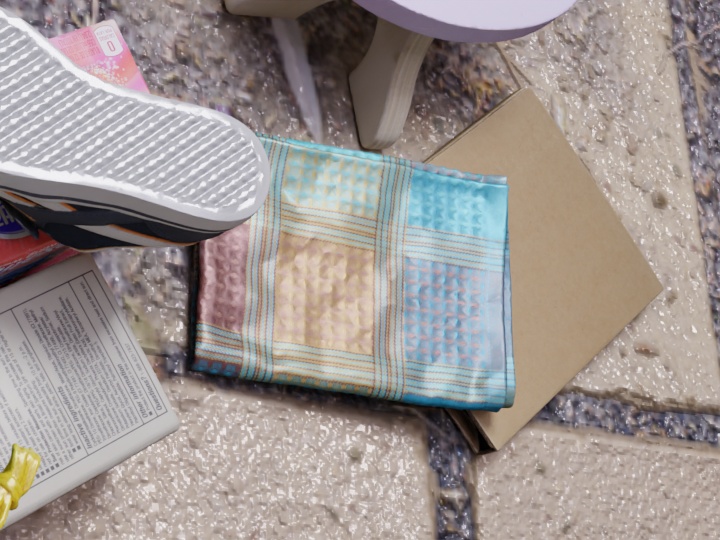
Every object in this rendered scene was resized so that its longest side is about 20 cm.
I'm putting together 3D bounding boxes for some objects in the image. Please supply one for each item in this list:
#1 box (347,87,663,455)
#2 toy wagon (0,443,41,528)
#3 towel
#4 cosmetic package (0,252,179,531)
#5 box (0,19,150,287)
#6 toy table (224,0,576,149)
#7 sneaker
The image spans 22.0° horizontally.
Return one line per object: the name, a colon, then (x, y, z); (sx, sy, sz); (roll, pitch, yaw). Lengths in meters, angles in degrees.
box: (0.090, -0.004, 1.151); (0.200, 0.021, 0.164); (-38, 96, -40)
toy wagon: (-0.202, 0.026, 0.650); (0.200, 0.039, 0.156); (43, 50, -18)
towel: (0.000, 0.000, 1.059); (0.199, 0.022, 0.148); (9, 70, -24)
cosmetic package: (-0.195, 0.079, 0.872); (0.199, 0.071, 0.106); (-26, 89, -40)
box: (-0.197, -0.038, 0.900); (0.199, 0.102, 0.095); (-26, 89, -42)
toy table: (0.026, -0.178, 1.113); (0.199, 0.117, 0.185); (13, 65, -32)
sneaker: (-0.145, -0.057, 0.832); (0.199, 0.079, 0.079); (23, 64, -23)
